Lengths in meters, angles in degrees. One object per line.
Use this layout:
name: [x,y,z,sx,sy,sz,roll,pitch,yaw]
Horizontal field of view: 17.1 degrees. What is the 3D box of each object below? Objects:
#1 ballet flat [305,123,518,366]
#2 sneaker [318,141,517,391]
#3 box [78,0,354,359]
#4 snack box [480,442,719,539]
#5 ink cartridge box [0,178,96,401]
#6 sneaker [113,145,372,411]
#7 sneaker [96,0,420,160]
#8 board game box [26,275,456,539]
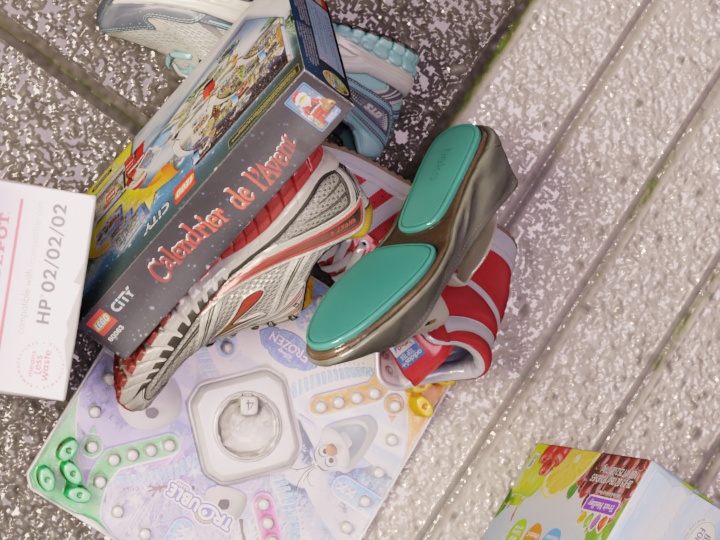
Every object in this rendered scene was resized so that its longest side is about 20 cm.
ballet flat: [0.038,-0.002,1.370,0.064,0.067,0.200,57,48,-30]
sneaker: [0.000,0.000,1.429,0.199,0.071,0.113,21,55,-16]
box: [-0.088,-0.062,1.354,0.038,0.137,0.200,34,110,-25]
snack box: [0.118,0.192,1.408,0.067,0.200,0.169,33,82,-10]
ink cartridge box: [-0.193,0.012,1.334,0.067,0.200,0.116,9,87,-12]
sneaker: [-0.071,0.013,1.376,0.082,0.078,0.200,35,112,-24]
sneaker: [-0.064,-0.117,1.435,0.198,0.078,0.087,13,89,-13]
board game box: [-0.069,0.095,1.453,0.199,0.026,0.201,33,81,-11]
